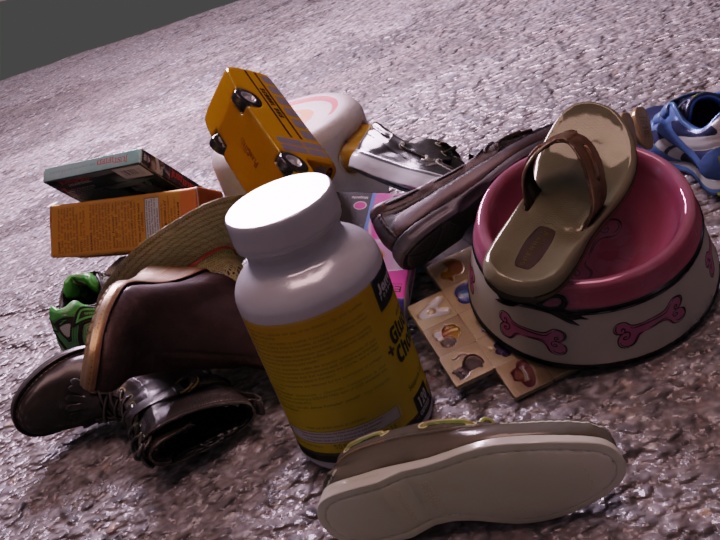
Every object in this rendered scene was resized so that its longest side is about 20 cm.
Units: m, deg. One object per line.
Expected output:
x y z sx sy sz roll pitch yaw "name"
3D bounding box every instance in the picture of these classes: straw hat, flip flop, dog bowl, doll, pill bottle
-0.150 0.025 0.980 0.200 0.202 0.085 -32 70 -23 "straw hat"
0.146 -0.062 0.739 0.080 0.058 0.200 15 51 30 "flip flop"
0.177 -0.022 0.786 0.198 0.074 0.201 -10 42 9 "dog bowl"
0.192 -0.114 1.016 0.199 0.049 0.136 -13 7 39 "doll"
-0.025 0.036 0.735 0.111 0.201 0.112 -17 26 8 "pill bottle"

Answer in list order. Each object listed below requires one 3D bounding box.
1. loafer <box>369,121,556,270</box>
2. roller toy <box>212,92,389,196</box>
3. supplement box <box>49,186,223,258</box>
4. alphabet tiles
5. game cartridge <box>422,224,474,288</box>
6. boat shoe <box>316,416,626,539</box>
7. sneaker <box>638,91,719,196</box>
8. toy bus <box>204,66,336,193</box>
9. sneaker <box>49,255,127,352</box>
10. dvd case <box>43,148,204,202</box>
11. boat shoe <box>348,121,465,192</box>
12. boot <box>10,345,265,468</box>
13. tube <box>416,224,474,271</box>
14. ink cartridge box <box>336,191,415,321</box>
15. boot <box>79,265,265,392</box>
0.097 -0.080 0.867 0.199 0.072 0.063 -34 65 -13 "loafer"
-0.068 -0.116 1.140 0.181 0.141 0.200 -27 26 -11 "roller toy"
-0.255 -0.052 1.146 0.198 0.070 0.066 -7 -3 20 "supplement box"
0.145 0.020 0.812 0.198 0.006 0.167 -25 43 -7 "alphabet tiles"
0.167 -0.025 0.908 0.199 0.042 0.133 -26 22 -10 "game cartridge"
0.068 0.124 0.644 0.200 0.072 0.060 -15 30 20 "boat shoe"
0.320 -0.138 0.959 0.073 0.083 0.200 -24 24 -5 "sneaker"
-0.088 -0.118 0.986 0.078 0.065 0.200 6 37 -41 "toy bus"
-0.268 0.028 1.070 0.077 0.086 0.200 -16 22 10 "sneaker"
-0.254 -0.087 1.199 0.145 0.200 0.022 -7 71 27 "dvd case"
0.064 -0.101 0.974 0.199 0.068 0.057 24 91 44 "boat shoe"
-0.195 0.116 0.854 0.198 0.070 0.174 -21 24 -15 "boot"
0.087 -0.040 0.988 0.199 0.051 0.077 -24 29 -18 "tube"
0.000 0.000 0.888 0.094 0.037 0.201 3 41 9 "ink cartridge box"
-0.126 0.056 0.829 0.165 0.073 0.200 16 24 2 "boot"
